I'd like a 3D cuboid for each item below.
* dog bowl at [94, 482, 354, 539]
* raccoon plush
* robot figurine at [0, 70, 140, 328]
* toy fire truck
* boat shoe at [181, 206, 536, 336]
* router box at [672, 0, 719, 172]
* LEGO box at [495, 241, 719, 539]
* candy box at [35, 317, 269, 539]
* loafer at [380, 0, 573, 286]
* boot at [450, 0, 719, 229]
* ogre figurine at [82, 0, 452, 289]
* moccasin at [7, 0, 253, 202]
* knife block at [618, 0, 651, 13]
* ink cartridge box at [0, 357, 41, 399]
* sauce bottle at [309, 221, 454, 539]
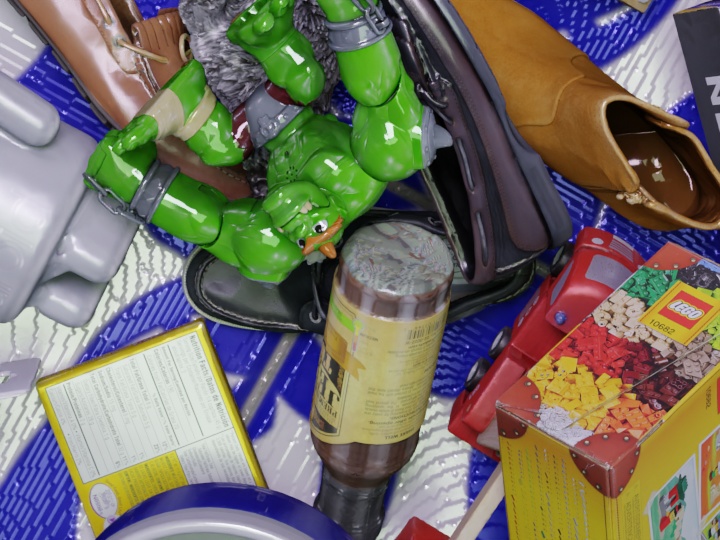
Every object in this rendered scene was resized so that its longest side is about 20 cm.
[{"bbox_3d":[-0.077,0.221,1.504,0.199,0.079,0.201,1,102,5],"label":"dog bowl"},{"bbox_3d":[-0.007,-0.118,1.470,0.133,0.097,0.201,-19,102,17],"label":"raccoon plush"},{"bbox_3d":[-0.218,-0.048,1.472,0.199,0.113,0.170,27,129,-6],"label":"robot figurine"},{"bbox_3d":[0.084,0.084,1.487,0.049,0.141,0.200,31,118,-8],"label":"toy fire truck"},{"bbox_3d":[0.000,0.002,1.515,0.198,0.066,0.075,1,99,-3],"label":"boat shoe"},{"bbox_3d":[0.272,-0.069,1.502,0.157,0.052,0.201,-19,98,-23],"label":"router box"},{"bbox_3d":[0.152,0.112,1.454,0.149,0.077,0.201,-40,141,-31],"label":"LEGO box"},{"bbox_3d":[-0.100,0.137,1.547,0.102,0.026,0.201,-20,99,0],"label":"candy box"},{"bbox_3d":[0.040,-0.080,1.417,0.063,0.072,0.200,-37,113,-10],"label":"loafer"},{"bbox_3d":[0.109,-0.094,1.461,0.201,0.144,0.071,37,86,-9],"label":"boot"},{"bbox_3d":[-0.039,-0.069,1.391,0.200,0.098,0.120,-43,103,12],"label":"ogre figurine"},{"bbox_3d":[-0.119,-0.122,1.494,0.078,0.074,0.202,-39,88,11],"label":"moccasin"},{"bbox_3d":[0.065,-0.225,1.500,0.200,0.175,0.064,21,100,-51],"label":"knife block"},{"bbox_3d":[-0.268,0.104,1.488,0.199,0.116,0.067,-10,98,-2],"label":"ink cartridge box"},{"bbox_3d":[0.006,0.068,1.487,0.064,0.065,0.201,7,127,-4],"label":"sauce bottle"}]
